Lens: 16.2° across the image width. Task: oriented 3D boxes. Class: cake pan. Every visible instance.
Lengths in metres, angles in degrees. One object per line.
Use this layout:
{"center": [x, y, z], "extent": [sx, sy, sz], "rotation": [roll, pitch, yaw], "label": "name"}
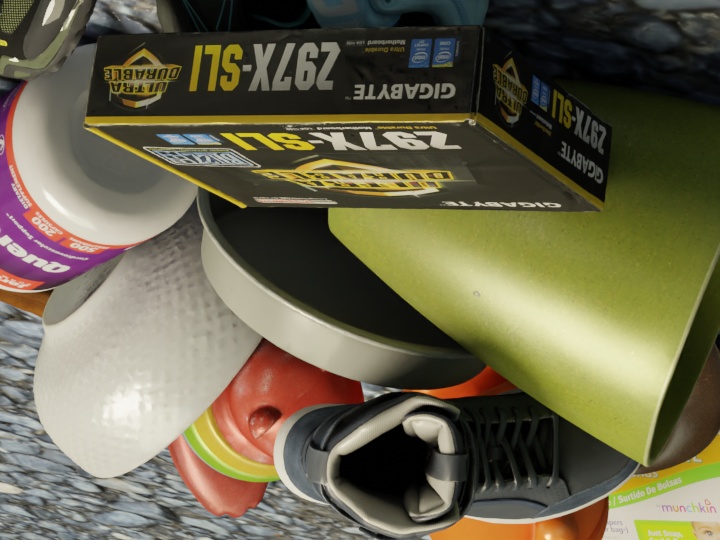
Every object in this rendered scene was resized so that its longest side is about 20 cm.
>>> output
{"center": [0.000, 0.000, 1.391], "extent": [0.200, 0.200, 0.037], "rotation": [17, 118, -11], "label": "cake pan"}

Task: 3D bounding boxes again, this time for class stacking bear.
{"center": [-0.053, 0.078, 1.527], "extent": [0.114, 0.121, 0.200], "rotation": [52, 166, -5], "label": "stacking bear"}

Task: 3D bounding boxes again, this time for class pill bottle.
{"center": [-0.175, -0.052, 1.448], "extent": [0.112, 0.113, 0.200], "rotation": [22, 158, -23], "label": "pill bottle"}

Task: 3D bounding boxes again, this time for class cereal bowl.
{"center": [-0.129, 0.021, 1.516], "extent": [0.083, 0.200, 0.200], "rotation": [41, 151, -19], "label": "cereal bowl"}

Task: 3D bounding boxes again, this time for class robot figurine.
{"center": [0.085, 0.119, 1.500], "extent": [0.144, 0.117, 0.200], "rotation": [21, 153, 29], "label": "robot figurine"}

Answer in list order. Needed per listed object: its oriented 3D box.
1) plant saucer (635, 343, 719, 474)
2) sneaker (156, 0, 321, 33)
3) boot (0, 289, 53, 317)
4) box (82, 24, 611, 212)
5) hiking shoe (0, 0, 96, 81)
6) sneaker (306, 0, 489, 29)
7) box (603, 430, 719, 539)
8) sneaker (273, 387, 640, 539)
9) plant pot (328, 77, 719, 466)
{"center": [0.125, 0.056, 1.539], "extent": [0.200, 0.032, 0.200], "rotation": [22, 139, 21], "label": "plant saucer"}
{"center": [-0.058, -0.118, 1.231], "extent": [0.079, 0.075, 0.200], "rotation": [28, 165, 18], "label": "sneaker"}
{"center": [-0.288, -0.045, 1.602], "extent": [0.188, 0.069, 0.200], "rotation": [37, -169, 20], "label": "boot"}
{"center": [-0.004, -0.068, 1.181], "extent": [0.200, 0.049, 0.160], "rotation": [1, 166, 26], "label": "box"}
{"center": [-0.209, -0.143, 1.279], "extent": [0.101, 0.076, 0.200], "rotation": [24, 158, -36], "label": "hiking shoe"}
{"center": [-0.002, -0.148, 1.129], "extent": [0.074, 0.082, 0.200], "rotation": [-5, 153, 39], "label": "sneaker"}
{"center": [0.211, 0.126, 1.638], "extent": [0.200, 0.101, 0.113], "rotation": [-3, 112, 37], "label": "box"}
{"center": [0.066, 0.098, 1.308], "extent": [0.202, 0.077, 0.146], "rotation": [-3, 178, -11], "label": "sneaker"}
{"center": [0.092, -0.023, 1.300], "extent": [0.200, 0.187, 0.187], "rotation": [22, 162, 12], "label": "plant pot"}
